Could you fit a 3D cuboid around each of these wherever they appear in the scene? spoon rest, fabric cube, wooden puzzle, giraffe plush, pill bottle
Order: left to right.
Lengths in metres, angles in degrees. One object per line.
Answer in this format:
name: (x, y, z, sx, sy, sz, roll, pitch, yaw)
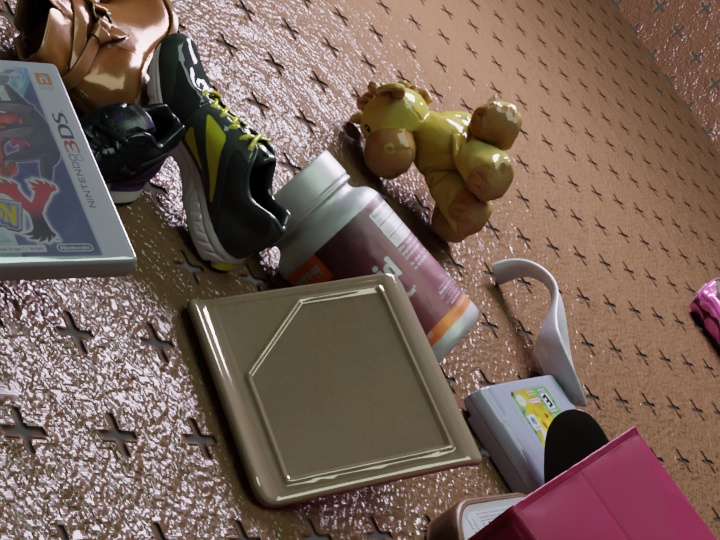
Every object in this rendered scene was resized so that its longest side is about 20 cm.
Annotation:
wooden puzzle: (-0.022, 0.090, 1.101, 0.199, 0.037, 0.186, -5, 54, -28)
pill bottle: (0.000, 0.000, 1.244, 0.200, 0.114, 0.114, 48, 23, -3)
giraffe plush: (0.072, -0.146, 1.570, 0.161, 0.173, 0.201, 18, 44, -15)
spoon rest: (0.211, 0.064, 1.577, 0.201, 0.060, 0.100, 66, 4, 35)
fabric cube: (0.144, 0.262, 0.974, 0.199, 0.196, 0.200, -18, 69, -53)

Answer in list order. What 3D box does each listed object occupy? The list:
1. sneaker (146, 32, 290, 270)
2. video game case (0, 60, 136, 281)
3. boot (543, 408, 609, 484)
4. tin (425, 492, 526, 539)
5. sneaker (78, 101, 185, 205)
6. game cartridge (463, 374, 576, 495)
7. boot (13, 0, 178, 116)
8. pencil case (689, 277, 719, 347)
sneaker: (-0.112, -0.105, 1.176, 0.074, 0.084, 0.202, -21, 94, -66)
video game case: (-0.263, -0.070, 0.925, 0.199, 0.023, 0.183, -2, 54, -40)
boot: (0.221, 0.225, 1.334, 0.075, 0.073, 0.202, -29, 102, -77)
tin: (0.127, 0.245, 1.207, 0.199, 0.042, 0.112, 7, 44, -58)
sneaker: (-0.203, -0.094, 1.053, 0.076, 0.087, 0.200, 52, 24, 4)
game cartridge: (0.184, 0.172, 1.418, 0.200, 0.040, 0.134, -1, 59, -61)
boot: (-0.227, -0.212, 1.193, 0.154, 0.073, 0.201, 32, 32, -46)
pencil case: (0.577, 0.104, 2.157, 0.093, 0.091, 0.201, 12, 41, -45)
